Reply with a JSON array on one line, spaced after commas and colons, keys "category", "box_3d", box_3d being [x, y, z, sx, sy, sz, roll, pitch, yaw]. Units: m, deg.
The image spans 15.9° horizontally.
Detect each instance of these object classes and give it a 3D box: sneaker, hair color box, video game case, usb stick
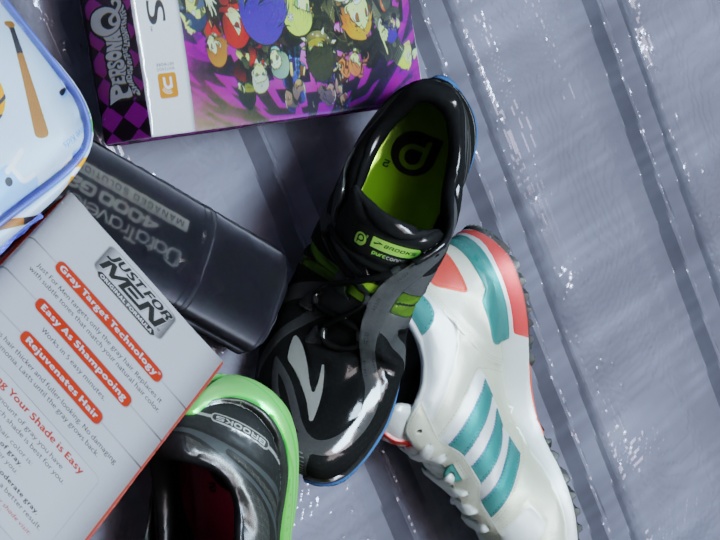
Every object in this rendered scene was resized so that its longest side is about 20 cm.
[{"category": "sneaker", "box_3d": [0.000, 0.000, 1.187, 0.083, 0.070, 0.201, 77, 34, -80]}, {"category": "hair color box", "box_3d": [-0.142, 0.063, 1.022, 0.102, 0.061, 0.200, 49, 35, -8]}, {"category": "video game case", "box_3d": [-0.054, -0.157, 1.189, 0.199, 0.036, 0.183, -11, 93, -51]}, {"category": "sneaker", "box_3d": [-0.061, 0.148, 1.130, 0.084, 0.076, 0.201, -27, 108, -52]}, {"category": "sneaker", "box_3d": [0.044, 0.084, 1.267, 0.093, 0.070, 0.201, -16, 100, -26]}, {"category": "usb stick", "box_3d": [-0.109, -0.022, 1.139, 0.200, 0.032, 0.056, 31, 69, -39]}]

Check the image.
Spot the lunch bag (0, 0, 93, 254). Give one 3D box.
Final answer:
[{"category": "lunch bag", "box_3d": [-0.207, -0.044, 0.992, 0.161, 0.075, 0.200, 53, 53, -6]}]
